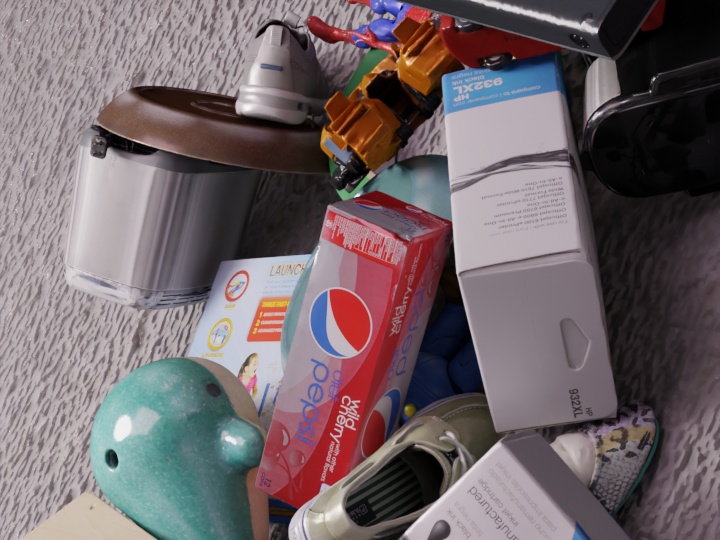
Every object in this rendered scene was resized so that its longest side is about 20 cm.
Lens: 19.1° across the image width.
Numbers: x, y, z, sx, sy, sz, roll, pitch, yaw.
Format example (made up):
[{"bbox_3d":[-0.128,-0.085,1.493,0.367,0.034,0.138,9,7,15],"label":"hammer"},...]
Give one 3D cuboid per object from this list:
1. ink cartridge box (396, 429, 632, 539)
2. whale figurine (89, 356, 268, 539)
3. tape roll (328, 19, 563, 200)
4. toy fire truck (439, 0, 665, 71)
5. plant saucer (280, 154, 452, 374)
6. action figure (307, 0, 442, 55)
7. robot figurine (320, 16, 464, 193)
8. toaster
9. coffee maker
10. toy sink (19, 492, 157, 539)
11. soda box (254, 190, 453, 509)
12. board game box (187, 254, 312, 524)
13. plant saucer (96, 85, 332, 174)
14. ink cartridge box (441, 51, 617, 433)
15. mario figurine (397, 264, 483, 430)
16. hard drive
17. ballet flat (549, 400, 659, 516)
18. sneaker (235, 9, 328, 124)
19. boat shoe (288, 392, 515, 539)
[{"bbox_3d":[0.074,0.218,1.287,0.200,0.086,0.147,-46,75,14],"label":"ink cartridge box"},{"bbox_3d":[-0.122,0.159,1.507,0.159,0.103,0.201,-41,64,39],"label":"whale figurine"},{"bbox_3d":[0.063,-0.121,1.633,0.200,0.048,0.202,-29,44,33],"label":"tape roll"},{"bbox_3d":[0.151,-0.211,1.377,0.199,0.049,0.142,-10,52,32],"label":"toy fire truck"},{"bbox_3d":[0.000,0.000,1.491,0.200,0.027,0.201,-49,20,25],"label":"plant saucer"},{"bbox_3d":[0.031,-0.193,1.646,0.199,0.052,0.066,18,73,51],"label":"action figure"},{"bbox_3d":[0.023,-0.122,1.511,0.145,0.058,0.200,-47,1,-1],"label":"robot figurine"},{"bbox_3d":[-0.163,-0.045,1.717,0.113,0.200,0.130,16,101,21],"label":"toaster"},{"bbox_3d":[0.223,-0.167,1.408,0.191,0.134,0.201,-34,43,27],"label":"coffee maker"},{"bbox_3d":[-0.163,0.279,1.527,0.112,0.201,0.130,-35,30,-21],"label":"toy sink"},{"bbox_3d":[-0.004,0.055,1.373,0.063,0.070,0.202,24,110,23],"label":"soda box"},{"bbox_3d":[-0.057,0.088,1.610,0.199,0.056,0.197,-3,62,48],"label":"board game box"},{"bbox_3d":[-0.110,-0.115,1.703,0.200,0.199,0.032,29,111,54],"label":"plant saucer"},{"bbox_3d":[0.108,-0.019,1.379,0.083,0.146,0.201,-10,41,8],"label":"ink cartridge box"},{"bbox_3d":[0.029,0.091,1.462,0.201,0.106,0.123,-55,14,-5],"label":"mario figurine"},{"bbox_3d":[0.117,-0.213,1.342,0.199,0.033,0.140,22,73,45],"label":"hard drive"},{"bbox_3d":[0.111,0.158,1.353,0.201,0.072,0.072,-54,36,4],"label":"ballet flat"},{"bbox_3d":[-0.055,-0.169,1.728,0.200,0.074,0.083,-92,13,-79],"label":"sneaker"},{"bbox_3d":[0.040,0.131,1.343,0.199,0.072,0.062,-32,-2,-42],"label":"boat shoe"}]
